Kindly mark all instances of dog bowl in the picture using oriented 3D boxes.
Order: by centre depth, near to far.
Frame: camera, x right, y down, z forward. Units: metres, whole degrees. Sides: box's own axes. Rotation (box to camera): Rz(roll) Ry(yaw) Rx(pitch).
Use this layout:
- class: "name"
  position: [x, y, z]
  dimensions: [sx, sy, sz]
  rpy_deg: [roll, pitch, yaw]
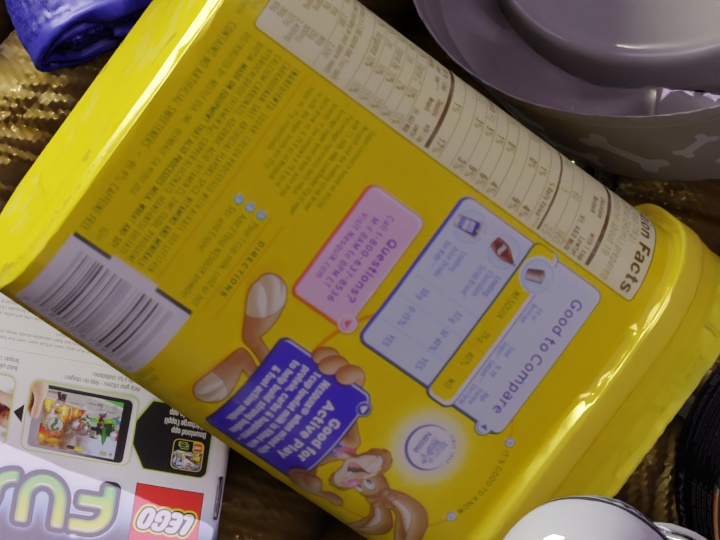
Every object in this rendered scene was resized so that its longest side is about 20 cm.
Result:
- class: "dog bowl"
  position: [0.117, -0.118, 0.915]
  dimensions: [0.200, 0.059, 0.200]
  rpy_deg: [-11, 55, 16]

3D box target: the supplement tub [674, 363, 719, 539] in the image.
- class: "supplement tub"
  position: [0.175, 0.078, 0.837]
  dimensions: [0.122, 0.200, 0.123]
  rpy_deg: [0, 94, -5]

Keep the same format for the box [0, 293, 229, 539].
- class: "box"
  position: [-0.142, 0.038, 0.887]
  dimensions: [0.199, 0.035, 0.110]
  rpy_deg: [11, 70, -8]

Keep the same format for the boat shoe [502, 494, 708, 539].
- class: "boat shoe"
  position: [0.087, 0.110, 0.830]
  dimensions: [0.072, 0.200, 0.068]
  rpy_deg: [9, 60, 23]

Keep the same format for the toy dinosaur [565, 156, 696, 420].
- class: "toy dinosaur"
  position: [0.044, -0.011, 0.938]
  dimensions: [0.200, 0.047, 0.088]
  rpy_deg: [21, 71, -10]

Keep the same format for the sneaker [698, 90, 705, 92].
- class: "sneaker"
  position: [0.196, -0.067, 0.968]
  dimensions: [0.200, 0.081, 0.083]
  rpy_deg: [45, 64, 6]

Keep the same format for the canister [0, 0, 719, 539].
- class: "canister"
  position: [0.000, 0.000, 0.850]
  dimensions: [0.200, 0.087, 0.149]
  rpy_deg: [36, 95, -18]

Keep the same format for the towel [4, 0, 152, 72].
- class: "towel"
  position: [-0.084, -0.183, 0.964]
  dimensions: [0.147, 0.050, 0.200]
  rpy_deg: [-19, 77, -17]
